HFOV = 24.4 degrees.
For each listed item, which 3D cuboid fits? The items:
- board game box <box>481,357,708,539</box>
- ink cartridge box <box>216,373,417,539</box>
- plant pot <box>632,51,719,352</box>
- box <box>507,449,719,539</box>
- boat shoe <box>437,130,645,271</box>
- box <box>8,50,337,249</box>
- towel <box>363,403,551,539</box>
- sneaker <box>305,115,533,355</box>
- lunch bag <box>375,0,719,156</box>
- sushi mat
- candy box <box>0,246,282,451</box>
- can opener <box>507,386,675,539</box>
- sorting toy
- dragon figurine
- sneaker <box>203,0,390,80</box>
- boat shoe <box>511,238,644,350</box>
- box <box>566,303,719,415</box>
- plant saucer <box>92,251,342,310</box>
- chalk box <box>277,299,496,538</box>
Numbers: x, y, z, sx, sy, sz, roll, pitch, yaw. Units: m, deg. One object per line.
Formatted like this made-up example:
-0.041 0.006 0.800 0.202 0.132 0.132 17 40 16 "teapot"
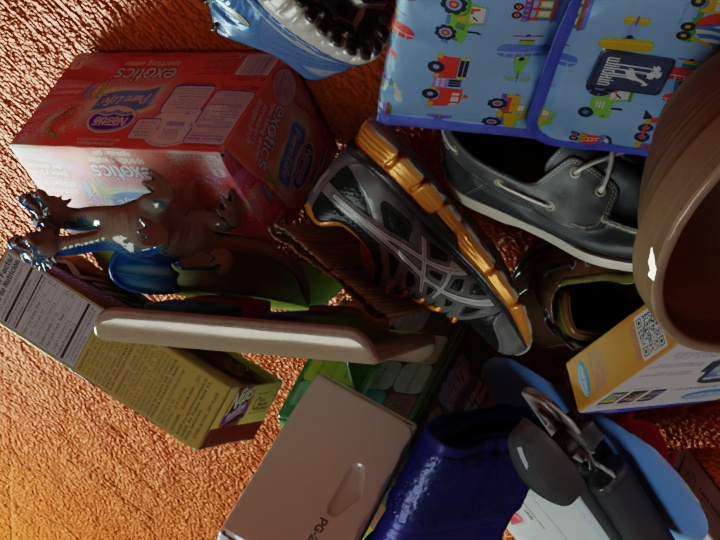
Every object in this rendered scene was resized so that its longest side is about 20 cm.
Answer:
0.178 0.116 1.207 0.199 0.039 0.158 32 162 28 "board game box"
-0.044 0.188 1.196 0.084 0.145 0.200 29 147 5 "ink cartridge box"
0.222 -0.058 0.890 0.202 0.199 0.093 80 164 -50 "plant pot"
0.215 0.213 1.345 0.199 0.041 0.156 -11 127 45 "box"
0.138 -0.054 1.021 0.199 0.072 0.068 20 147 22 "boat shoe"
-0.132 -0.086 1.171 0.199 0.103 0.095 4 139 34 "box"
0.048 0.184 1.182 0.050 0.147 0.201 42 115 33 "towel"
0.042 -0.011 1.092 0.200 0.077 0.078 48 -172 -25 "sneaker"
0.121 -0.138 0.928 0.198 0.095 0.151 15 145 3 "lunch bag"
0.000 0.000 1.136 0.096 0.012 0.200 41 -171 9 "sushi mat"
-0.166 0.055 1.213 0.199 0.057 0.117 32 -173 15 "candy box"
0.156 0.155 1.158 0.053 0.067 0.200 30 161 49 "can opener"
-0.056 0.037 1.104 0.183 0.037 0.200 4 178 14 "sorting toy"
-0.130 -0.019 1.097 0.199 0.059 0.099 14 161 -37 "dragon figurine"
-0.080 -0.183 1.021 0.200 0.079 0.089 40 144 -15 "sneaker"
0.145 0.016 1.110 0.072 0.068 0.200 36 147 -8 "boat shoe"
0.219 0.044 1.057 0.118 0.042 0.200 -3 160 -25 "box"
-0.107 0.005 1.238 0.198 0.031 0.200 9 175 1 "plant saucer"
0.027 0.107 1.280 0.123 0.125 0.201 5 138 35 "chalk box"
